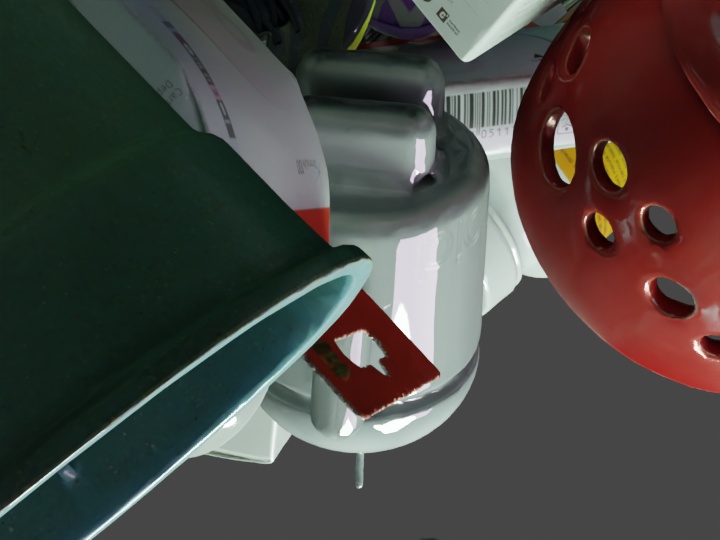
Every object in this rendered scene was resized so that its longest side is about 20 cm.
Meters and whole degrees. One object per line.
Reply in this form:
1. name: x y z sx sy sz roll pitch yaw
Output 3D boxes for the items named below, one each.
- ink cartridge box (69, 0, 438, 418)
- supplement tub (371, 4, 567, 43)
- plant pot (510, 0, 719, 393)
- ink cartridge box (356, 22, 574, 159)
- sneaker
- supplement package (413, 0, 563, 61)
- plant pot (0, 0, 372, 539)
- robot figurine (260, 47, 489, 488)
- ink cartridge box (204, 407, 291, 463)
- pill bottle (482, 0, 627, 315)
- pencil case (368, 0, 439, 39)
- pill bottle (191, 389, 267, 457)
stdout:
1. ink cartridge box: -0.040 -0.041 0.861 0.057 0.200 0.163 -49 173 10
2. supplement tub: 0.045 -0.096 1.476 0.122 0.123 0.200 -34 173 -42
3. plant pot: 0.184 -0.069 0.983 0.200 0.201 0.183 -36 171 -28
4. ink cartridge box: 0.060 -0.113 1.212 0.161 0.057 0.200 -9 -151 -19
5. sneaker: -0.068 -0.094 1.030 0.200 0.074 0.081 -40 171 -18
6. supplement package: 0.086 -0.201 0.927 0.121 0.120 0.200 -34 173 -37
7. plant pot: -0.133 -0.014 0.574 0.200 0.196 0.200 -38 174 -5
8. robot figurine: 0.000 0.000 1.053 0.170 0.112 0.201 -72 167 -52
9. ink cartridge box: -0.050 -0.009 1.220 0.200 0.083 0.146 -54 152 -63
10. pill bottle: 0.111 -0.067 1.322 0.200 0.111 0.111 -41 175 -22
11. pencil case: 0.053 -0.167 1.203 0.200 0.083 0.086 -31 135 -69
12. pill bottle: -0.121 0.007 0.854 0.112 0.113 0.200 -41 143 17
